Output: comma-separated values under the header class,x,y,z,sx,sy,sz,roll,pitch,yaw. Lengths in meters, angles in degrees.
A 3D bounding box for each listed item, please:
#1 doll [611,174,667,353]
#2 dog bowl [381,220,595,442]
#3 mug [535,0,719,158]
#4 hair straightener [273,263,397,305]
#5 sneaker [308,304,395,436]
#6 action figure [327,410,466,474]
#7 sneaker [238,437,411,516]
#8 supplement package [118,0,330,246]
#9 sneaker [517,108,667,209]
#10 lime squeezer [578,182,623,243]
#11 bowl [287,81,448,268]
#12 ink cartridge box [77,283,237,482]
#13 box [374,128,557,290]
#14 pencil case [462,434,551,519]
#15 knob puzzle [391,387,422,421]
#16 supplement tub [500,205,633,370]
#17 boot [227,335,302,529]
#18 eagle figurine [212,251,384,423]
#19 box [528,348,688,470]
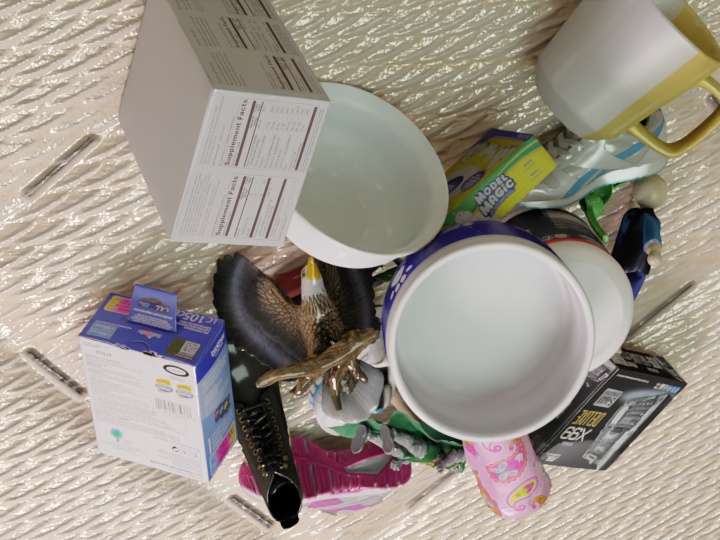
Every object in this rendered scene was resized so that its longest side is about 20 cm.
class,x,y,z,sx,sy,sz,roll,pitch,yaw
doll,0.299,-0.010,1.804,0.048,0.136,0.202,20,85,-10
dog bowl,0.120,0.057,1.564,0.198,0.079,0.202,-2,108,-6
mug,0.267,-0.196,1.620,0.153,0.187,0.149,-42,169,23
hair straightener,0.000,0.000,1.742,0.199,0.041,0.077,-31,133,-5
sneaker,-0.003,0.133,1.793,0.074,0.087,0.201,-7,143,-22
action figure,0.066,0.200,1.829,0.117,0.055,0.199,-2,166,34
sneaker,-0.044,0.246,1.883,0.198,0.082,0.089,2,148,-10
supplement package,-0.127,-0.142,1.452,0.110,0.201,0.157,3,125,-26
sneaker,0.232,-0.126,1.725,0.198,0.077,0.081,-21,126,-17
lime squeezer,0.264,-0.074,1.750,0.200,0.070,0.038,-47,143,-51
bowl,-0.021,-0.076,1.582,0.199,0.203,0.090,4,146,-27
ink cartridge box,-0.205,0.108,1.660,0.135,0.077,0.201,13,134,17
box,0.094,-0.060,1.647,0.200,0.117,0.048,-45,108,-8
pencil case,0.150,0.182,1.810,0.087,0.088,0.201,-26,123,-3
knob puzzle,0.106,0.110,1.836,0.217,0.031,0.221,8,131,9
supplement tub,0.198,0.014,1.706,0.139,0.200,0.142,-2,108,-5
boot,-0.105,0.162,1.738,0.077,0.139,0.201,-23,122,-1
eagle figurine,-0.048,0.043,1.631,0.151,0.200,0.152,18,107,-27
box,0.286,0.165,1.954,0.158,0.050,0.199,-50,148,17
